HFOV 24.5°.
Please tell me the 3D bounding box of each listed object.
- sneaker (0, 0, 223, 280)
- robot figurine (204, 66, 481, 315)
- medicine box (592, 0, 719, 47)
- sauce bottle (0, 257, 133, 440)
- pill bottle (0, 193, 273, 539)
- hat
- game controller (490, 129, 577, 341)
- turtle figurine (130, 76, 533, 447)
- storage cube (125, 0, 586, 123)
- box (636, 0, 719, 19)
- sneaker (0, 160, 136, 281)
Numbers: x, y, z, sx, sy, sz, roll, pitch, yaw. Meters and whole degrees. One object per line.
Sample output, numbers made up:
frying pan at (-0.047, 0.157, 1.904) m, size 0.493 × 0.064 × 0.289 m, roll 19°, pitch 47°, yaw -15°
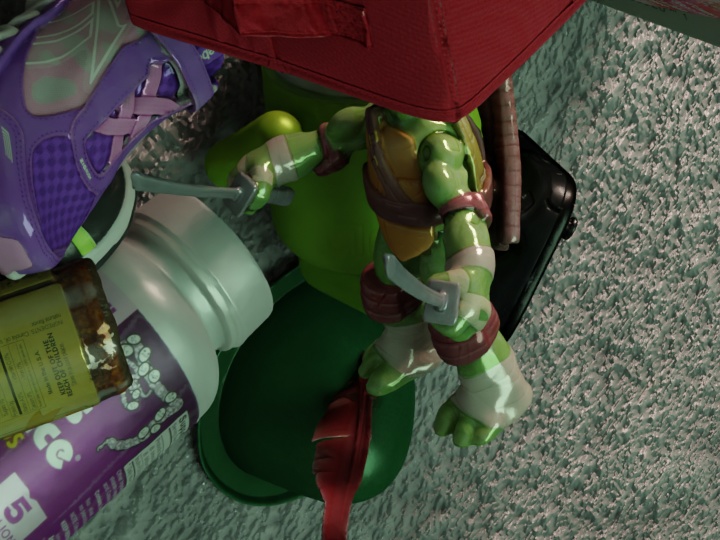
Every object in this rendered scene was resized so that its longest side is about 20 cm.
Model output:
sneaker at (-0.105, -0.080, 0.701) m, size 0.201 × 0.088 × 0.081 m, roll -75°, pitch 160°, yaw -44°
robot figurine at (0.008, -0.079, 0.868) m, size 0.175 × 0.115 × 0.201 m, roll -27°, pitch 129°, yaw -34°
medicine box at (0.201, -0.239, 0.930) m, size 0.200 × 0.182 × 0.103 m, roll -46°, pitch 138°, yaw -18°
sauce bottle at (-0.197, 0.053, 0.690) m, size 0.199 × 0.066 × 0.066 m, roll -18°, pitch 128°, yaw -8°
pill bottle at (-0.139, 0.053, 0.791) m, size 0.200 × 0.112 × 0.113 m, roll -43°, pitch 137°, yaw -22°
hat at (0.018, 0.101, 0.932) m, size 0.200 × 0.176 × 0.166 m, roll -40°, pitch 136°, yaw -24°
game controller at (0.078, -0.022, 0.941) m, size 0.042 × 0.200 × 0.105 m, roll 15°, pitch 102°, yaw -8°
turtle figurine at (0.000, 0.000, 0.760) m, size 0.200 × 0.143 × 0.195 m, roll -66°, pitch 147°, yaw -45°
storage cube at (0.005, -0.191, 0.613) m, size 0.200 × 0.170 × 0.180 m, roll -44°, pitch 139°, yaw -31°
box at (0.099, -0.145, 0.531) m, size 0.200 × 0.095 × 0.100 m, roll 8°, pitch 100°, yaw -55°
sneaker at (-0.181, -0.025, 0.712) m, size 0.199 × 0.072 × 0.083 m, roll -22°, pitch 144°, yaw -32°
